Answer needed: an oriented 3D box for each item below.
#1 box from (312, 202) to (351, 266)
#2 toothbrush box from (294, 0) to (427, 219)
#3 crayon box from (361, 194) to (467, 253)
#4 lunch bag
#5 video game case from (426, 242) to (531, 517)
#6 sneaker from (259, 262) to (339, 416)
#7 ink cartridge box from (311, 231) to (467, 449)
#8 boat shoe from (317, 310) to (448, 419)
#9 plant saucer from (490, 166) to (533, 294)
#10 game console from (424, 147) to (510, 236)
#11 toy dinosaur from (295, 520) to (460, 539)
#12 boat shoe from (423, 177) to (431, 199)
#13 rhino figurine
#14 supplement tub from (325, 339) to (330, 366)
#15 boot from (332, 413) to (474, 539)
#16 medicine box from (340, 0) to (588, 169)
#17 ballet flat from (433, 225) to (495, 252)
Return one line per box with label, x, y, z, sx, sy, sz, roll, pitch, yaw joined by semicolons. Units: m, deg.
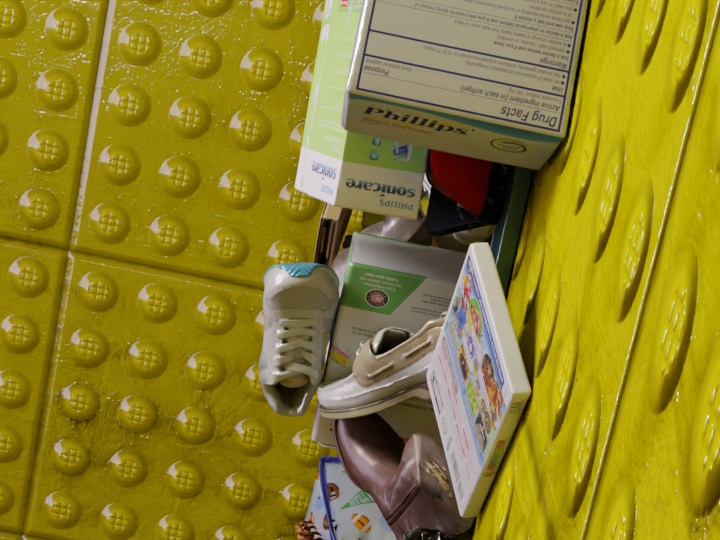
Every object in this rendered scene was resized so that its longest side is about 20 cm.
box;-0.014;-0.092;1.903;0.164;0.021;0.201;101;-175;-59
toothbrush box;0.010;-0.158;1.622;0.146;0.086;0.201;-154;74;-72
crayon box;0.069;-0.078;1.935;0.200;0.126;0.051;-77;-8;-57
lunch bag;-0.010;0.348;2.098;0.171;0.123;0.201;103;163;-44
video game case;0.094;0.093;1.452;0.200;0.018;0.144;104;158;-54
sneaker;-0.058;0.064;1.697;0.200;0.076;0.081;96;173;-55
ink cartridge box;0.041;0.080;1.744;0.084;0.144;0.201;-85;6;-66
boat shoe;0.032;0.086;1.641;0.075;0.199;0.069;-34;-78;-50
plant saucer;0.135;-0.040;1.622;0.070;0.019;0.201;-93;14;-78
game console;0.083;-0.149;1.622;0.172;0.118;0.201;-11;64;61
toy dinosaur;0.013;0.280;1.485;0.200;0.135;0.103;34;-140;-48
boat shoe;0.060;-0.116;1.877;0.072;0.070;0.201;-46;38;3
rhino figurine;0.000;0.000;1.804;0.200;0.060;0.088;-43;16;16
supplement tub;0.040;0.055;1.908;0.200;0.145;0.146;-83;5;-58
boot;0.038;0.175;1.611;0.187;0.064;0.200;56;166;16
medicine box;0.090;-0.206;1.477;0.103;0.181;0.201;110;172;-78
ballet flat;0.117;-0.076;1.748;0.070;0.069;0.201;-81;4;-48
